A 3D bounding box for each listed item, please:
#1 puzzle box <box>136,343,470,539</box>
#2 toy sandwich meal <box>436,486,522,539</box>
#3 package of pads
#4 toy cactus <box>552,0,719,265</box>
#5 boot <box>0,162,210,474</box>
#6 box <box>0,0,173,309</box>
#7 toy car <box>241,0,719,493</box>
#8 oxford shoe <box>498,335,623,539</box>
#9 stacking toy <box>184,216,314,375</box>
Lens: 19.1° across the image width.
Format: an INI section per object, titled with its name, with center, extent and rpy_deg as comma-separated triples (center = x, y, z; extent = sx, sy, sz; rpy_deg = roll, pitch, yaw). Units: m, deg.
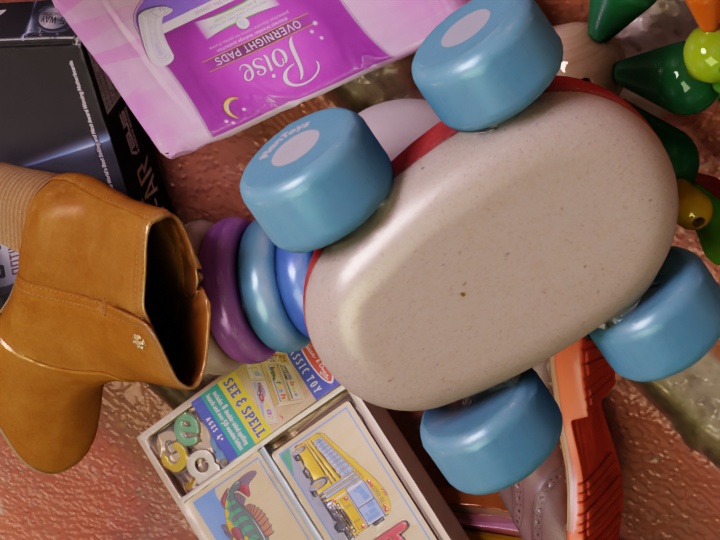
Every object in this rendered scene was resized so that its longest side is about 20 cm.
[puzzle box]
center = -0.022, 0.140, 1.197
extent = 0.133, 0.025, 0.200
rpy_deg = -36, 82, 19
[toy sandwich meal]
center = 0.082, 0.211, 1.260
extent = 0.205, 0.070, 0.205
rpy_deg = 10, 128, 13
[package of pads]
center = -0.039, -0.142, 1.031
extent = 0.200, 0.076, 0.121
rpy_deg = -21, 115, 31
[toy cactus]
center = 0.137, -0.100, 1.006
extent = 0.165, 0.102, 0.200
rpy_deg = 8, 133, 38
[boot]
center = -0.136, 0.044, 1.125
extent = 0.144, 0.071, 0.202
rpy_deg = 22, 129, 39
[box]
center = -0.191, -0.051, 1.176
extent = 0.160, 0.044, 0.200
rpy_deg = 0, 126, 19
[toy car]
center = 0.044, -0.036, 1.007
extent = 0.177, 0.200, 0.184
rpy_deg = -35, 115, 4
[oxford shoe]
center = 0.098, 0.107, 1.154
extent = 0.072, 0.071, 0.200
rpy_deg = 2, 99, 23
[stacking toy]
center = 0.000, 0.000, 1.127
extent = 0.200, 0.085, 0.085
rpy_deg = -10, 122, 22
